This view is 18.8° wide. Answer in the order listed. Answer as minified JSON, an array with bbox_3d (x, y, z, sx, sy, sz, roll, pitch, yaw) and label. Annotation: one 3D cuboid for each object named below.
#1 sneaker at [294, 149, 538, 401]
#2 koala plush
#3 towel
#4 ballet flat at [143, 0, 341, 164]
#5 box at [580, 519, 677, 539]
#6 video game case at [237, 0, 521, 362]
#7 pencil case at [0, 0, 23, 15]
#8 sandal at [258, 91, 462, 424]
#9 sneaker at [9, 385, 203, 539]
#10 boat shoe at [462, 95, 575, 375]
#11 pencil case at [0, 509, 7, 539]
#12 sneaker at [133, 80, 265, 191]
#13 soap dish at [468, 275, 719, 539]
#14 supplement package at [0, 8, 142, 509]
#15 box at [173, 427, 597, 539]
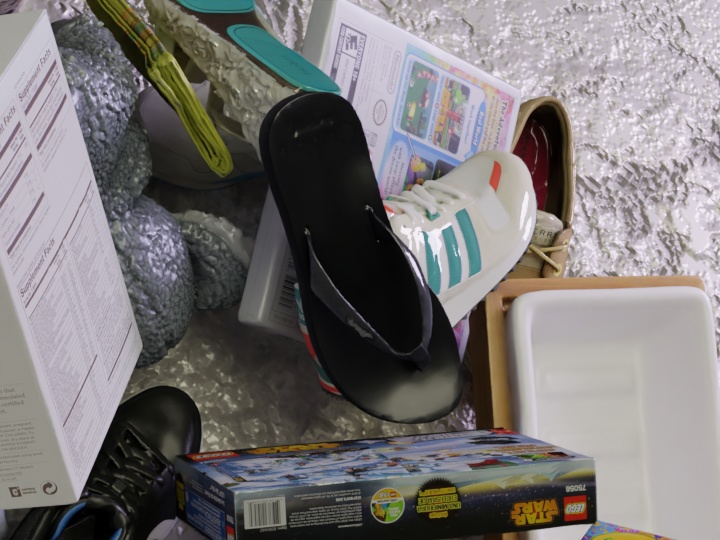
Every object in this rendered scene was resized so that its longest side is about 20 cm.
[{"bbox_3d":[0.032,-0.019,1.267,0.200,0.070,0.093,-49,132,-28],"label":"sneaker"},{"bbox_3d":[-0.162,-0.025,1.236,0.177,0.184,0.200,-36,105,-22],"label":"koala plush"},{"bbox_3d":[-0.131,-0.127,1.279,0.018,0.200,0.086,-33,126,-6],"label":"towel"},{"bbox_3d":[-0.082,-0.124,1.262,0.072,0.072,0.200,-13,43,-29],"label":"ballet flat"},{"bbox_3d":[0.136,0.270,1.110,0.122,0.200,0.193,11,33,28],"label":"box"},{"bbox_3d":[0.016,-0.043,1.318,0.182,0.024,0.200,21,78,-45],"label":"video game case"},{"bbox_3d":[-0.231,-0.173,1.251,0.078,0.200,0.090,-10,83,-18],"label":"pencil case"},{"bbox_3d":[-0.001,0.000,1.186,0.076,0.043,0.200,-30,106,-17],"label":"sandal"},{"bbox_3d":[-0.135,0.130,1.198,0.073,0.112,0.200,39,57,-4],"label":"sneaker"},{"bbox_3d":[0.101,-0.023,1.402,0.074,0.066,0.200,13,64,-20],"label":"boat shoe"},{"bbox_3d":[-0.267,0.180,1.126,0.083,0.091,0.200,23,58,18],"label":"pencil case"},{"bbox_3d":[-0.051,-0.095,1.359,0.200,0.081,0.077,-1,69,-23],"label":"sneaker"},{"bbox_3d":[0.143,0.105,1.330,0.157,0.081,0.200,-2,84,-25],"label":"soap dish"},{"bbox_3d":[-0.217,-0.002,1.080,0.151,0.200,0.151,-6,29,13],"label":"supplement package"},{"bbox_3d":[0.010,0.119,1.180,0.200,0.137,0.040,-3,95,-17],"label":"box"}]
